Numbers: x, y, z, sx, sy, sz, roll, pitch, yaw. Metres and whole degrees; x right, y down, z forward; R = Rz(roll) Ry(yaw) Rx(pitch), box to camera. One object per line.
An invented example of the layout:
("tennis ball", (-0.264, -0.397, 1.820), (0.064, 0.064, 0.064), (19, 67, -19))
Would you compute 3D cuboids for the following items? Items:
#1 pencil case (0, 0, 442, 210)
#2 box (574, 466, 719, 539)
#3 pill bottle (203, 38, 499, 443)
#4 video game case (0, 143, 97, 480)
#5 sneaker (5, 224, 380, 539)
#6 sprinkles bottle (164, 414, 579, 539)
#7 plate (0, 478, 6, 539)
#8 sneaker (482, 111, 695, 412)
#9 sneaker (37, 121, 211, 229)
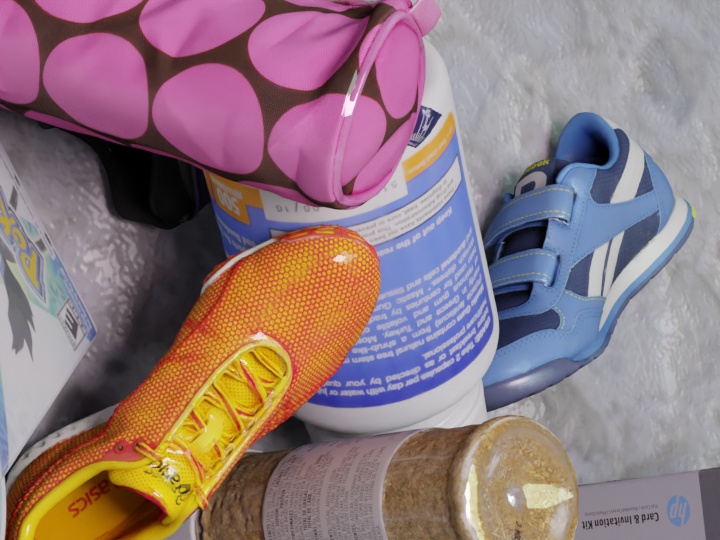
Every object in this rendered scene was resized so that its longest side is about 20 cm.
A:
("pencil case", (-0.071, -0.090, 1.041), (0.094, 0.200, 0.091), (-69, 160, -9))
("box", (0.188, 0.116, 1.273), (0.156, 0.200, 0.041), (3, 80, -41))
("pill bottle", (0.000, 0.000, 1.156), (0.112, 0.112, 0.200), (-47, 139, -37))
("video game case", (-0.172, -0.030, 1.031), (0.182, 0.022, 0.200), (-69, 135, -72))
("sneaker", (-0.063, 0.063, 1.074), (0.200, 0.077, 0.073), (-45, 117, 9))
("sprinkles bottle", (0.000, 0.102, 1.107), (0.068, 0.200, 0.068), (9, 76, -40))
("plate", (-0.207, 0.060, 0.965), (0.200, 0.026, 0.200), (37, 40, -39))
("sneaker", (0.091, -0.003, 1.299), (0.082, 0.074, 0.200), (58, 42, -18))
("sneaker", (-0.115, -0.108, 1.133), (0.088, 0.076, 0.200), (-48, 114, -31))
